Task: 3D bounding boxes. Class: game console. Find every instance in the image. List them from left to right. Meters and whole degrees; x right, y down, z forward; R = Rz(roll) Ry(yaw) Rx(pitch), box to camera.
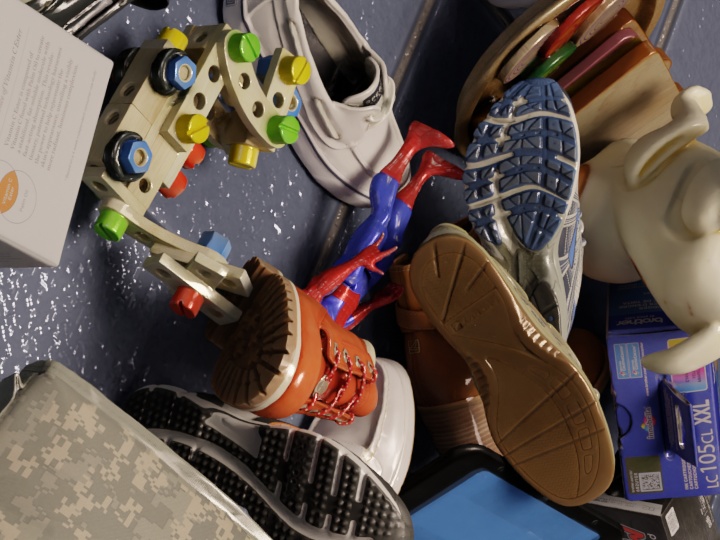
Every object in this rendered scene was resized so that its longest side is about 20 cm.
[{"bbox_3d":[0.065,0.223,1.715,0.200,0.116,0.177,32,65,-45],"label":"game console"}]

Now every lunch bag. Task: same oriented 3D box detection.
[{"bbox_3d":[-0.161,0.169,1.431,0.200,0.117,0.164,47,54,-20],"label":"lunch bag"}]

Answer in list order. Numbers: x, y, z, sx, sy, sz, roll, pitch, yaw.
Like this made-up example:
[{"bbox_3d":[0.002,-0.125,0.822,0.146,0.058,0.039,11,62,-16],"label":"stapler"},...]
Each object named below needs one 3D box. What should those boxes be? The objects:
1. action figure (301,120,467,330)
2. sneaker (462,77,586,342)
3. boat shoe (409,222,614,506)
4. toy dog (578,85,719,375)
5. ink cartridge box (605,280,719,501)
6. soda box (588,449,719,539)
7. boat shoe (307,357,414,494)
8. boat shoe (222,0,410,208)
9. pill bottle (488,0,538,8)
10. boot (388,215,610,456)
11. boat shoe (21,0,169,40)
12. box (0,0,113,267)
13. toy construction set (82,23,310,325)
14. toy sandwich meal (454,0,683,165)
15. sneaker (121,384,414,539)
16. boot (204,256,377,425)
[{"bbox_3d":[0.000,0.000,1.664,0.200,0.052,0.065,-53,156,-15],"label":"action figure"},{"bbox_3d":[0.113,-0.029,1.721,0.085,0.077,0.201,-24,120,-69],"label":"sneaker"},{"bbox_3d":[0.102,0.057,1.665,0.200,0.073,0.063,60,14,-10],"label":"boat shoe"},{"bbox_3d":[0.218,-0.025,1.769,0.139,0.200,0.195,26,87,-40],"label":"toy dog"},{"bbox_3d":[0.218,0.073,1.859,0.200,0.076,0.137,-73,156,-64],"label":"ink cartridge box"},{"bbox_3d":[0.231,0.227,1.936,0.063,0.071,0.201,-52,134,-37],"label":"soda box"},{"bbox_3d":[-0.024,0.138,1.642,0.069,0.071,0.201,38,62,-43],"label":"boat shoe"},{"bbox_3d":[-0.011,-0.116,1.666,0.200,0.066,0.072,58,48,-33],"label":"boat shoe"},{"bbox_3d":[0.108,-0.291,1.781,0.112,0.112,0.201,-43,121,-42],"label":"pill bottle"},{"bbox_3d":[0.098,0.033,1.798,0.200,0.073,0.155,-33,108,-52],"label":"boot"},{"bbox_3d":[-0.136,-0.176,1.509,0.199,0.074,0.066,-42,123,-42],"label":"boat shoe"},{"bbox_3d":[-0.241,-0.093,1.358,0.200,0.097,0.125,32,65,-46],"label":"box"},{"bbox_3d":[-0.100,-0.066,1.546,0.131,0.092,0.201,48,43,-39],"label":"toy construction set"},{"bbox_3d":[0.151,-0.126,1.793,0.205,0.205,0.070,-13,57,-50],"label":"toy sandwich meal"},{"bbox_3d":[-0.046,0.116,1.525,0.080,0.200,0.074,5,108,-59],"label":"sneaker"},{"bbox_3d":[-0.030,0.055,1.531,0.107,0.200,0.075,35,98,-10],"label":"boot"}]
